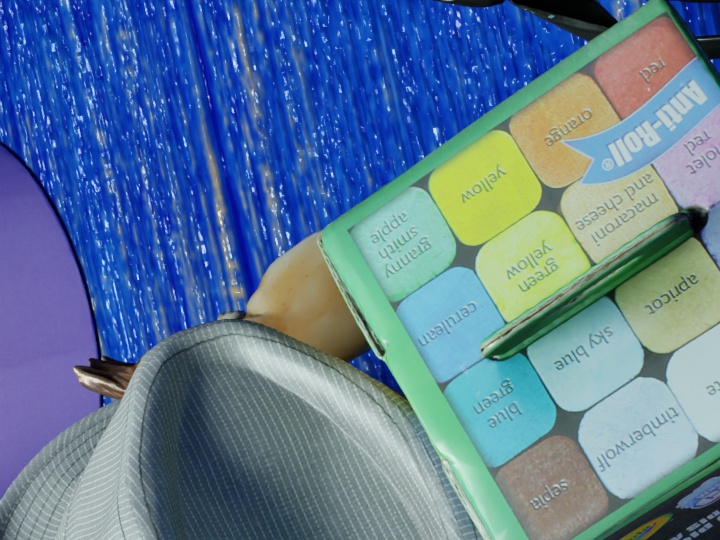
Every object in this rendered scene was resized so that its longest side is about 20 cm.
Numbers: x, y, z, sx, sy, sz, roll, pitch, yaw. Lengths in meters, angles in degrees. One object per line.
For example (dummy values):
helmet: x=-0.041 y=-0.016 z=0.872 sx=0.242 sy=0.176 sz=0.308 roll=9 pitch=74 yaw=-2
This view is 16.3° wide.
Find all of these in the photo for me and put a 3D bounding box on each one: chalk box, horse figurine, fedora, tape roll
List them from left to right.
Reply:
tape roll: x=-0.212 y=0.033 z=1.310 sx=0.200 sy=0.065 sz=0.201 roll=27 pitch=124 yaw=48
fedora: x=-0.025 y=0.084 z=0.739 sx=0.090 sy=0.176 sz=0.200 roll=95 pitch=156 yaw=-52
horse figurine: x=0.000 y=0.000 z=0.886 sx=0.050 sy=0.200 sz=0.132 roll=58 pitch=155 yaw=1
chalk box: x=0.078 y=0.016 z=0.729 sx=0.124 sy=0.125 sz=0.200 roll=60 pitch=-172 yaw=22

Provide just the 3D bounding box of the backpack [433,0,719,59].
backpack: x=0.074 y=-0.137 z=0.755 sx=0.200 sy=0.166 sz=0.127 roll=6 pitch=83 yaw=57
